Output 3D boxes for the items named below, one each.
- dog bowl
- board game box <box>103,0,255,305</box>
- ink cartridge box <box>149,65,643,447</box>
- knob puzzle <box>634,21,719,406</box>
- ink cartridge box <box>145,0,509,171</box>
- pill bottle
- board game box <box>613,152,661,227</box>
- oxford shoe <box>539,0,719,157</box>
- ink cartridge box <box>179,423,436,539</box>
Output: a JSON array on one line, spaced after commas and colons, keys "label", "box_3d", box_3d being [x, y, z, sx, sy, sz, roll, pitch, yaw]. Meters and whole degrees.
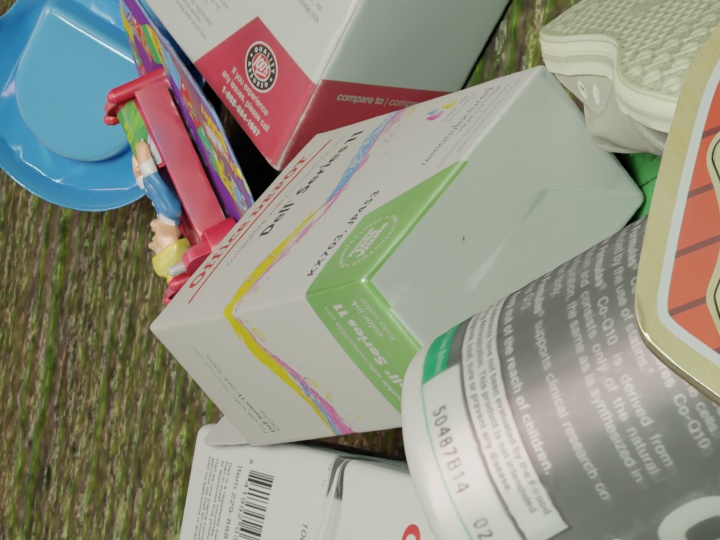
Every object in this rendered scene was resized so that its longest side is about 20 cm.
[{"label": "dog bowl", "box_3d": [-0.110, -0.125, 1.323, 0.201, 0.111, 0.050, -62, -6, 28]}, {"label": "board game box", "box_3d": [-0.082, -0.031, 1.216, 0.200, 0.039, 0.159, -126, 16, -49]}, {"label": "ink cartridge box", "box_3d": [0.000, 0.000, 1.039, 0.117, 0.067, 0.200, -50, 18, -27]}, {"label": "knob puzzle", "box_3d": [0.165, -0.024, 0.732, 0.030, 0.218, 0.221, 63, -157, -67]}, {"label": "ink cartridge box", "box_3d": [0.003, -0.160, 1.141, 0.145, 0.083, 0.201, 53, 127, 38]}, {"label": "pill bottle", "box_3d": [0.120, 0.028, 0.826, 0.199, 0.113, 0.114, -31, 52, 24]}, {"label": "board game box", "box_3d": [0.098, -0.011, 1.013, 0.200, 0.023, 0.106, -36, 49, 50]}, {"label": "oxford shoe", "box_3d": [0.112, -0.060, 0.893, 0.058, 0.075, 0.200, 63, 172, -13]}, {"label": "ink cartridge box", "box_3d": [0.004, 0.146, 1.060, 0.200, 0.084, 0.147, 9, 88, 60]}]
